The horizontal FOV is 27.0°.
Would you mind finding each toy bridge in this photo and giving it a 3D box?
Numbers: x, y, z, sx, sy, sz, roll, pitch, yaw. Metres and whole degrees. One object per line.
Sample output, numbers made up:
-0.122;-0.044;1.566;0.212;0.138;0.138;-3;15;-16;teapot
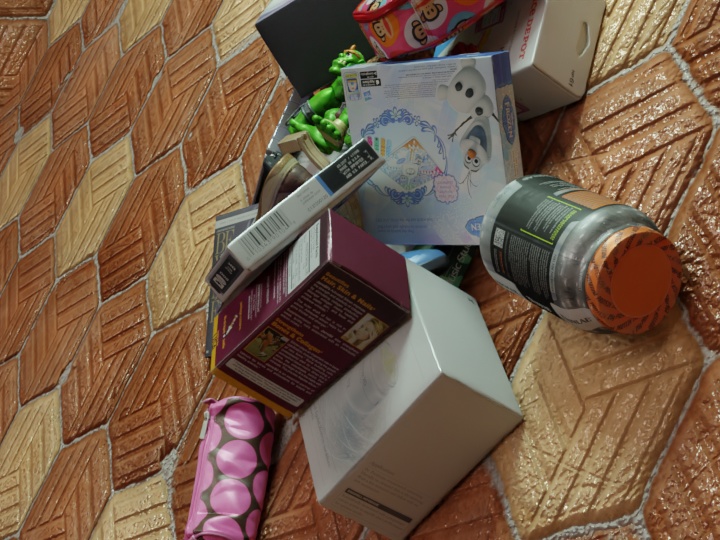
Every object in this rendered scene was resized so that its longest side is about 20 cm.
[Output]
-0.033;-0.074;1.812;0.067;0.202;0.027;-11;19;38;toy bridge

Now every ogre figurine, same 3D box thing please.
-0.013;-0.200;1.812;0.120;0.098;0.200;-51;5;-12;ogre figurine

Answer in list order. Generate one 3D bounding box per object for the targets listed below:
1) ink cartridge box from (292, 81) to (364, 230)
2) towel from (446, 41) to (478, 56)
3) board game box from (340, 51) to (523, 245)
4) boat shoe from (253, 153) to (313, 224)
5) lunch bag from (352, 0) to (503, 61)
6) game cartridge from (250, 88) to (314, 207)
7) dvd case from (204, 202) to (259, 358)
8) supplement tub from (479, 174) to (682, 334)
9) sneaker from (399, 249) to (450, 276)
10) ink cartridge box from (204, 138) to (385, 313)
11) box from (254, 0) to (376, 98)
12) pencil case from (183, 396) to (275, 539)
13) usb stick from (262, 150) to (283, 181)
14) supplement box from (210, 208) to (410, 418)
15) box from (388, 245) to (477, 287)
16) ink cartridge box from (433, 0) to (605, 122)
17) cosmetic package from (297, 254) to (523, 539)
-0.018;-0.153;1.933;0.146;0.082;0.202;3;68;58;ink cartridge box
0.088;-0.144;1.695;0.200;0.022;0.146;-46;51;41;towel
0.080;-0.129;1.625;0.198;0.043;0.202;2;105;37;board game box
-0.085;-0.052;1.794;0.072;0.071;0.201;-52;-13;-40;boat shoe
0.091;-0.312;1.682;0.199;0.082;0.176;-33;12;-3;lunch bag
-0.105;-0.160;2.032;0.131;0.038;0.200;-63;-1;-27;game cartridge
-0.164;0.014;2.037;0.148;0.016;0.203;-12;70;54;dvd case
0.208;-0.014;1.423;0.124;0.122;0.200;-60;29;1;supplement tub
0.000;0.000;1.656;0.198;0.066;0.079;-19;75;17;sneaker
-0.079;-0.047;1.627;0.198;0.044;0.200;-41;-1;-21;ink cartridge box
-0.011;-0.349;1.942;0.198;0.124;0.199;-28;19;20;box
-0.161;0.254;1.805;0.090;0.093;0.202;-31;42;41;pencil case
-0.089;-0.056;1.882;0.032;0.202;0.055;-23;38;-19;usb stick
-0.054;0.047;1.548;0.200;0.110;0.086;-42;31;29;supplement box
0.086;-0.045;1.727;0.144;0.036;0.202;18;83;60;box
0.173;-0.249;1.716;0.199;0.084;0.146;-16;52;50;ink cartridge box
0.042;0.132;1.564;0.200;0.122;0.200;-47;32;20;cosmetic package
